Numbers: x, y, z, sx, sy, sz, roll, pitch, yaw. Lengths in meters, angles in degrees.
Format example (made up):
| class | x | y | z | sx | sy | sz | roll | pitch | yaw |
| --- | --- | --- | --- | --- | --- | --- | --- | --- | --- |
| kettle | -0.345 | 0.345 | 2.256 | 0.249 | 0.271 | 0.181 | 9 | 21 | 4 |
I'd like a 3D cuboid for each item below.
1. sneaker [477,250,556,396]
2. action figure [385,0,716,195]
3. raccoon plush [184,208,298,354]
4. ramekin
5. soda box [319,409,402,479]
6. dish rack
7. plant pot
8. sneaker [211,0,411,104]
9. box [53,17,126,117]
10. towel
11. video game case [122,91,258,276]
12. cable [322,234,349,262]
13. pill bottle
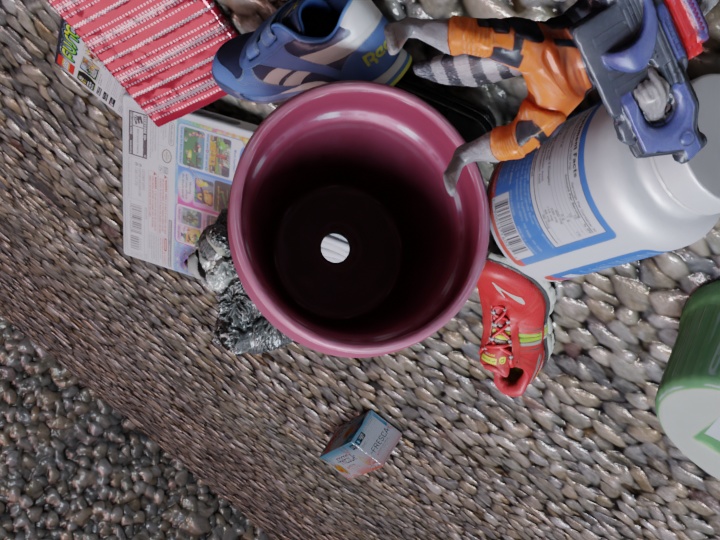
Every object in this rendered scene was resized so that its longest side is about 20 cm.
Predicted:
| class | x | y | z | sx | sy | sz | roll | pitch | yaw |
| --- | --- | --- | --- | --- | --- | --- | --- | --- | --- |
| sneaker | 0.149 | 0.060 | 1.017 | 0.076 | 0.086 | 0.201 | 18 | 151 | 32 |
| action figure | 0.112 | -0.151 | 0.588 | 0.190 | 0.105 | 0.202 | -18 | 115 | 13 |
| raccoon plush | -0.086 | 0.005 | 1.089 | 0.097 | 0.196 | 0.137 | -123 | 31 | -65 |
| ramekin | 0.338 | 0.108 | 0.834 | 0.198 | 0.098 | 0.201 | 29 | 156 | 14 |
| soda box | -0.002 | 0.285 | 1.667 | 0.068 | 0.064 | 0.200 | 37 | 156 | -4 |
| dish rack | 0.045 | -0.088 | 0.926 | 0.152 | 0.055 | 0.201 | 27 | 157 | 21 |
| plant pot | -0.009 | -0.027 | 0.827 | 0.199 | 0.202 | 0.179 | 35 | 169 | -1 |
| sneaker | -0.052 | -0.189 | 0.845 | 0.197 | 0.075 | 0.083 | 4 | 144 | 36 |
| box | -0.262 | -0.237 | 1.077 | 0.110 | 0.035 | 0.200 | 39 | 156 | -8 |
| towel | -0.198 | -0.234 | 0.955 | 0.143 | 0.023 | 0.201 | -18 | 129 | 28 |
| video game case | -0.176 | -0.080 | 1.115 | 0.179 | 0.024 | 0.203 | 17 | 124 | 12 |
| cable | 0.000 | 0.000 | 1.116 | 0.199 | 0.070 | 0.200 | 36 | 153 | -4 |
| pill bottle | 0.182 | -0.063 | 0.712 | 0.112 | 0.113 | 0.199 | 41 | 156 | -14 |
